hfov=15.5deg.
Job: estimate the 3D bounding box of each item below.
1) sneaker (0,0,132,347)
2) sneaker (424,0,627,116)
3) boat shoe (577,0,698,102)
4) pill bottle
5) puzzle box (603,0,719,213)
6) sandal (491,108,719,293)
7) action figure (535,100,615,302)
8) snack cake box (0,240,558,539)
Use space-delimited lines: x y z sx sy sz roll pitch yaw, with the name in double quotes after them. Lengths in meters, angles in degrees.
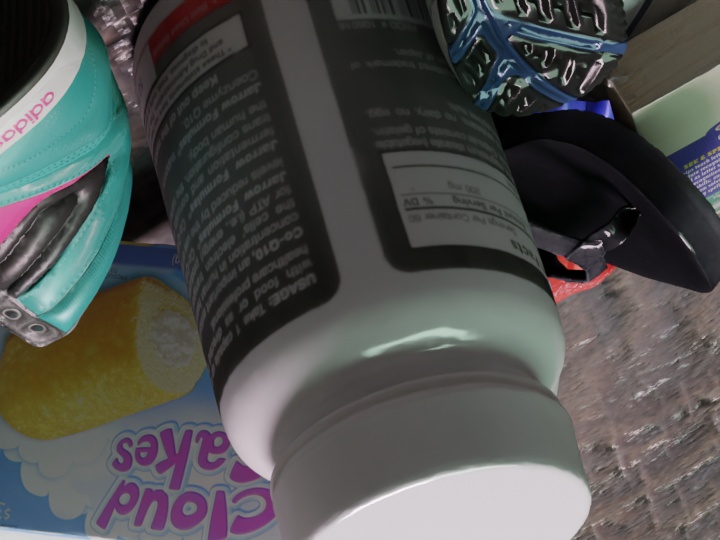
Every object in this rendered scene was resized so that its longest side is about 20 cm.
-0.152 -0.008 0.840 0.199 0.084 0.121 -33 148 6 "sneaker"
0.030 -0.137 0.797 0.075 0.077 0.201 -16 138 -3 "sneaker"
0.119 -0.134 0.864 0.069 0.071 0.201 7 126 -39 "boat shoe"
0.000 0.000 0.850 0.113 0.201 0.114 -12 150 -7 "pill bottle"
0.178 -0.088 0.906 0.199 0.026 0.133 -29 159 0 "puzzle box"
0.058 -0.022 0.924 0.043 0.200 0.076 -51 121 -14 "sandal"
0.068 -0.067 1.008 0.065 0.099 0.201 -13 130 -28 "action figure"
-0.034 0.059 0.943 0.198 0.116 0.067 5 155 11 "snack cake box"
